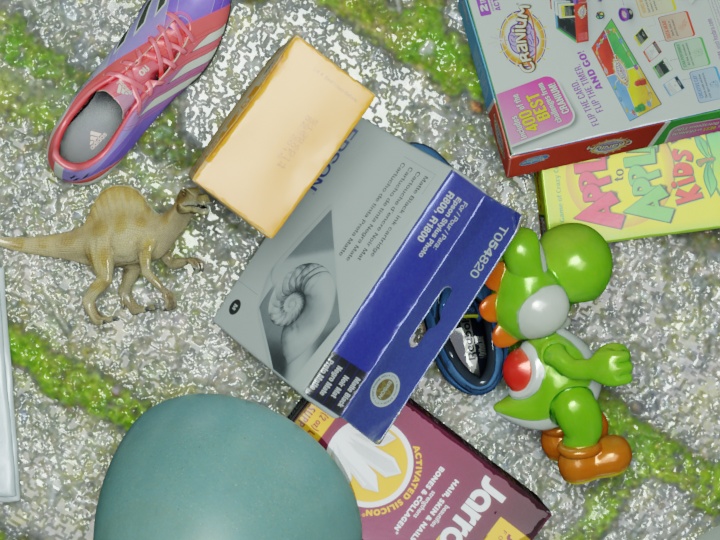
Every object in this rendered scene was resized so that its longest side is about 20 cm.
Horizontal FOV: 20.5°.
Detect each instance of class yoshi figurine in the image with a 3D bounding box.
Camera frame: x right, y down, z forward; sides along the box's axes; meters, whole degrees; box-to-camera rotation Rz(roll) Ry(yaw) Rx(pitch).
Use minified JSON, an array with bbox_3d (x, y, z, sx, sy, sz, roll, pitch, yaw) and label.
[{"bbox_3d":[0.161,0.049,1.494,0.112,0.112,0.201,-4,115,33],"label":"yoshi figurine"}]

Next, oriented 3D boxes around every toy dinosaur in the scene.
[{"bbox_3d":[-0.189,-0.013,1.522,0.199,0.058,0.102,-11,93,22],"label":"toy dinosaur"}]

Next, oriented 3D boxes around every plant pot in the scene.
[{"bbox_3d":[-0.114,0.210,1.444,0.199,0.135,0.201,11,124,17],"label":"plant pot"}]

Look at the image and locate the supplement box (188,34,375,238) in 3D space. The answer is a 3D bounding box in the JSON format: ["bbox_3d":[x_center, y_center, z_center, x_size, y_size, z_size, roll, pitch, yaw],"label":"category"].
[{"bbox_3d":[-0.062,-0.097,1.449,0.073,0.200,0.126,36,89,-7],"label":"supplement box"}]

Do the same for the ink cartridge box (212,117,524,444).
[{"bbox_3d":[0.000,0.000,1.466,0.041,0.200,0.200,33,89,-41],"label":"ink cartridge box"}]

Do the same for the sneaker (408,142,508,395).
[{"bbox_3d":[0.069,-0.003,1.521,0.066,0.078,0.201,-17,91,0],"label":"sneaker"}]

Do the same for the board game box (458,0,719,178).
[{"bbox_3d":[0.188,-0.165,1.509,0.199,0.040,0.154,-12,69,-4],"label":"board game box"}]

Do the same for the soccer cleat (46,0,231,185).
[{"bbox_3d":[-0.165,-0.148,1.506,0.068,0.073,0.200,39,90,-3],"label":"soccer cleat"}]

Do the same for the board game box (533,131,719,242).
[{"bbox_3d":[0.235,-0.078,1.540,0.199,0.048,0.102,-7,92,-3],"label":"board game box"}]

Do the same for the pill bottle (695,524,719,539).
[{"bbox_3d":[0.325,0.290,1.525,0.112,0.112,0.201,-26,93,-2],"label":"pill bottle"}]

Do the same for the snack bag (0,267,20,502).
[{"bbox_3d":[-0.365,0.093,1.530,0.199,0.021,0.190,-5,91,0],"label":"snack bag"}]

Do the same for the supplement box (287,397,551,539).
[{"bbox_3d":[0.032,0.162,1.519,0.200,0.086,0.111,37,90,-3],"label":"supplement box"}]
